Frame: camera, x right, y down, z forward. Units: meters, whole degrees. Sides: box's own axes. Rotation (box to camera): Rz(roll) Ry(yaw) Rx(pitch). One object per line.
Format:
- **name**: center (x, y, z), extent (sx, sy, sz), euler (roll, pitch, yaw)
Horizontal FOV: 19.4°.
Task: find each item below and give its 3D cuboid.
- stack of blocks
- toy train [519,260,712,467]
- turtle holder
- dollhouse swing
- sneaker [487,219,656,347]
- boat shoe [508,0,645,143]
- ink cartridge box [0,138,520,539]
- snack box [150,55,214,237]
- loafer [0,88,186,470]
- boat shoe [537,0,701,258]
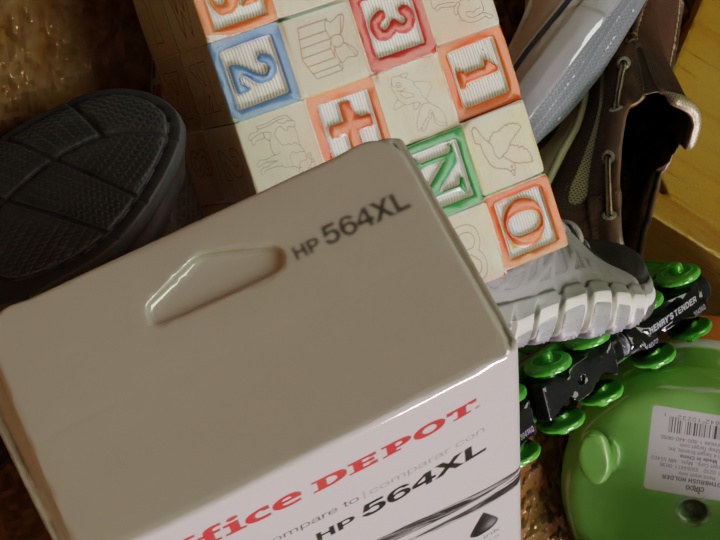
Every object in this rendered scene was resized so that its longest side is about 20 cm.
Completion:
- **stack of blocks**: center (-0.013, -0.083, 0.771), extent (0.115, 0.058, 0.201), euler (-22, 99, -24)
- **toy train**: center (0.090, 0.046, 0.976), extent (0.199, 0.056, 0.042), euler (-30, 114, -37)
- **turtle holder**: center (0.182, 0.109, 1.076), extent (0.186, 0.140, 0.132), euler (60, 27, -21)
- **dollhouse swing**: center (0.217, -0.030, 1.214), extent (0.181, 0.176, 0.201), euler (31, 58, -6)
- **sneaker**: center (0.067, -0.029, 0.898), extent (0.199, 0.075, 0.117), euler (-10, 100, -55)
- **boat shoe**: center (0.106, -0.147, 1.021), extent (0.200, 0.067, 0.074), euler (-53, 166, -15)
- **ink cartridge box**: center (-0.028, 0.062, 0.685), extent (0.085, 0.145, 0.200), euler (61, -7, 24)
- **snack box**: center (-0.043, -0.101, 0.804), extent (0.071, 0.024, 0.202), euler (1, 88, -24)
- **loafer**: center (-0.123, 0.022, 0.696), extent (0.200, 0.071, 0.063), euler (-54, 153, -32)
- **boat shoe**: center (0.139, -0.076, 1.060), extent (0.075, 0.074, 0.203), euler (50, 51, -44)
